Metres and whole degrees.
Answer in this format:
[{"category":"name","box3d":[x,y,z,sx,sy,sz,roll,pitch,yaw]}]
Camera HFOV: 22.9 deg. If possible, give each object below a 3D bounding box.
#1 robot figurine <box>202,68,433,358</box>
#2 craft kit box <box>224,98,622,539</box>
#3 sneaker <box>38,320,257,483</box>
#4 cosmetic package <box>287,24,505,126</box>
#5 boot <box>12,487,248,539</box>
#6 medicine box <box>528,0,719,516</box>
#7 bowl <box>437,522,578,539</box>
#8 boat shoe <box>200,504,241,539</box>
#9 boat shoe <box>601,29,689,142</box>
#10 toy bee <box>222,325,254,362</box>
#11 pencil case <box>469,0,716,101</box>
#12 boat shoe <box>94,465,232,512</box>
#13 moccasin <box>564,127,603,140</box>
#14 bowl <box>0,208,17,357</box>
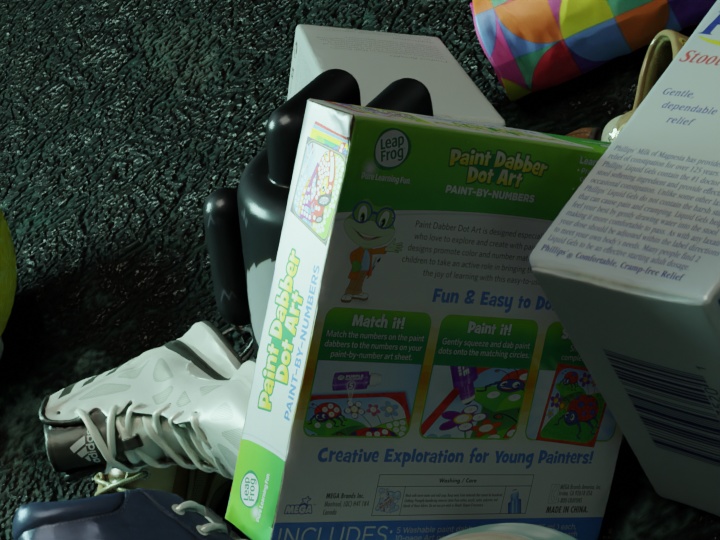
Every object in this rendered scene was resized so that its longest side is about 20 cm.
[{"category":"robot figurine","box3d":[0.000,0.001,0.918,0.125,0.200,0.150,-16,31,-19]},{"category":"craft kit box","box3d":[0.047,0.030,0.827,0.049,0.200,0.198,29,109,52]},{"category":"sneaker","box3d":[-0.098,0.092,0.914,0.115,0.076,0.200,-24,19,-16]},{"category":"cosmetic package","box3d":[0.016,-0.091,1.084,0.101,0.074,0.200,4,22,-9]},{"category":"boot","box3d":[-0.071,0.149,0.875,0.200,0.073,0.090,-1,61,-19]},{"category":"medicine box","box3d":[0.200,-0.008,0.832,0.103,0.182,0.200,15,58,44]},{"category":"bowl","box3d":[0.063,0.191,0.783,0.201,0.105,0.201,-20,39,17]},{"category":"boat shoe","box3d":[-0.113,0.219,0.917,0.072,0.066,0.200,-25,29,50]},{"category":"boat shoe","box3d":[0.162,-0.061,0.982,0.074,0.066,0.200,-53,6,45]},{"category":"toy bee","box3d":[-0.027,0.006,1.050,0.200,0.109,0.131,-29,39,7]},{"category":"pencil case","box3d":[0.164,-0.181,1.134,0.200,0.088,0.088,-19,39,16]},{"category":"boat shoe","box3d":[-0.123,0.129,1.013,0.076,0.074,0.200,-8,44,31]},{"category":"moccasin","box3d":[0.105,0.001,0.987,0.078,0.074,0.202,-23,40,29]},{"category":"bowl","box3d":[-0.309,0.036,1.226,0.200,0.108,0.200,-21,39,18]}]
